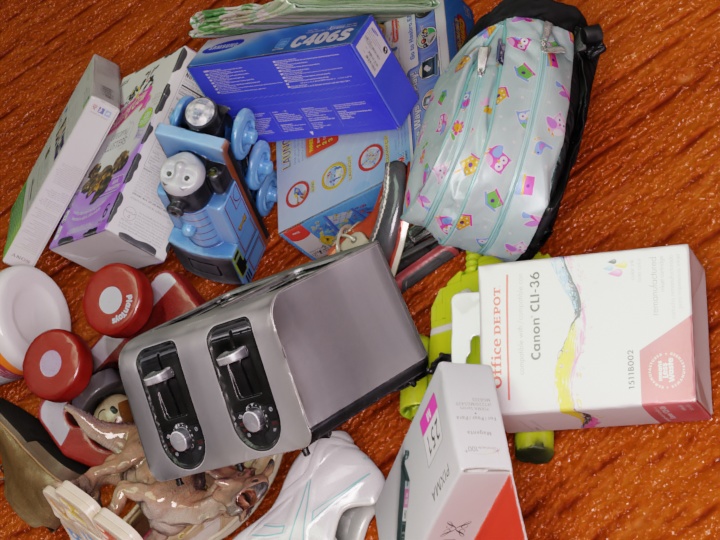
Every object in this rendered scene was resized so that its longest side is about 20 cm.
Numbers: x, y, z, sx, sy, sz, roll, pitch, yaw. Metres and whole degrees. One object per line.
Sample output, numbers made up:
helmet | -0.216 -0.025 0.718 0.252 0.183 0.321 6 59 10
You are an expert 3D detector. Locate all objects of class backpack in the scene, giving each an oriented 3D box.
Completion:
backpack | 0.109 -0.100 1.364 0.125 0.167 0.201 15 55 0

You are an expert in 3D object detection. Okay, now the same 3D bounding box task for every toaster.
toaster | -0.060 0.069 1.345 0.180 0.199 0.120 -17 97 40

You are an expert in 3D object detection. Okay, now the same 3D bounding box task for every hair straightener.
hair straightener | 0.027 -0.014 1.495 0.200 0.041 0.077 -38 45 18

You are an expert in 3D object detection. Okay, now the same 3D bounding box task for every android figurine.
android figurine | 0.111 0.062 1.376 0.181 0.041 0.202 -17 55 33

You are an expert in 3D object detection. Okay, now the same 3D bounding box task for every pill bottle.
pill bottle | -0.398 0.069 1.763 0.199 0.109 0.110 -17 53 33

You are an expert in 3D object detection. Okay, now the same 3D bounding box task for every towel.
towel | -0.047 -0.227 1.532 0.199 0.151 0.024 0 94 59

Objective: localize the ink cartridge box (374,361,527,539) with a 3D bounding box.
ink cartridge box | 0.062 0.194 1.246 0.201 0.043 0.175 110 158 -48

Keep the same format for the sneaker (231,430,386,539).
sneaker | -0.052 0.227 1.389 0.080 0.070 0.201 37 93 35

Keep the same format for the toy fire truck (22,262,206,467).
toy fire truck | -0.200 0.102 1.582 0.200 0.112 0.168 -47 62 8

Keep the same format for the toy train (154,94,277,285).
toy train | -0.131 -0.072 1.565 0.086 0.200 0.115 13 67 16

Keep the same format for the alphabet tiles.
alphabet tiles | -0.179 0.250 1.389 0.195 0.201 0.015 27 60 38

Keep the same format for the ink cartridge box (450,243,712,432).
ink cartridge box | 0.151 0.054 1.274 0.198 0.067 0.118 -7 72 21

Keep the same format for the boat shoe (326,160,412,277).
boat shoe | 0.000 0.000 1.434 0.071 0.062 0.202 -68 -5 -70

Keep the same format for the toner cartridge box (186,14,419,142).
toner cartridge box | -0.053 -0.166 1.537 0.199 0.095 0.043 -1 42 40

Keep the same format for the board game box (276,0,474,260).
board game box | 0.015 -0.136 1.575 0.195 0.056 0.201 -25 50 28

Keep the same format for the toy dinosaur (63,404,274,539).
toy dinosaur | -0.155 0.164 1.425 0.135 0.086 0.200 -42 56 -7

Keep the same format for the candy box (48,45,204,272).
candy box | -0.213 -0.104 1.704 0.167 0.071 0.201 -12 53 61

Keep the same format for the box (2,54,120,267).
box | -0.306 -0.111 1.785 0.201 0.036 0.145 -57 19 17

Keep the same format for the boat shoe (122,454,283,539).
boat shoe | -0.146 0.197 1.489 0.200 0.069 0.074 -49 43 5

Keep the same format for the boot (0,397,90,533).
boot | -0.331 0.179 1.668 0.200 0.073 0.076 36 99 45
